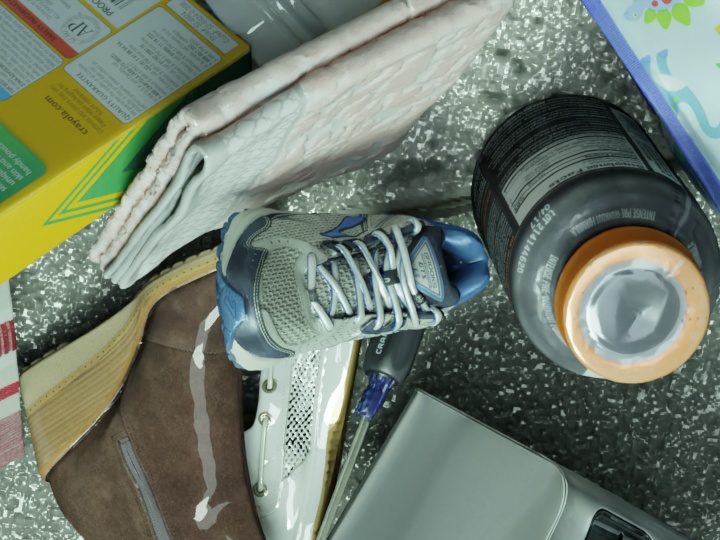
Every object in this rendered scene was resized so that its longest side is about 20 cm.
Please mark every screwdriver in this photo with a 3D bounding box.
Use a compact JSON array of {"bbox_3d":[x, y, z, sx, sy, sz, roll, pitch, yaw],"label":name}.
[{"bbox_3d":[-0.006,0.090,1.304,0.029,0.028,0.201,24,68,6],"label":"screwdriver"}]

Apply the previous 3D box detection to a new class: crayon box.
[{"bbox_3d":[-0.166,-0.075,1.191,0.200,0.126,0.052,-36,151,-26],"label":"crayon box"}]

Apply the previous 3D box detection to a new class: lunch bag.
[{"bbox_3d":[0.220,-0.119,1.259,0.170,0.128,0.200,-34,119,7],"label":"lunch bag"}]

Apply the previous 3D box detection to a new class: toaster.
[{"bbox_3d":[0.094,0.163,1.298,0.180,0.200,0.119,31,87,-35],"label":"toaster"}]

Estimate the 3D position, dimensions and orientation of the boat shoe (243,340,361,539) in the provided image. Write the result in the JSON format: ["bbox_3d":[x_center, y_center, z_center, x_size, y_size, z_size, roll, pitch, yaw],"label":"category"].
[{"bbox_3d":[-0.045,0.096,1.338,0.069,0.071,0.201,11,94,3],"label":"boat shoe"}]

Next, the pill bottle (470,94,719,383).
[{"bbox_3d":[0.119,-0.012,1.245,0.105,0.200,0.107,-2,110,-5],"label":"pill bottle"}]

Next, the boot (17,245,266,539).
[{"bbox_3d":[-0.075,0.086,1.293,0.199,0.072,0.167,-32,80,24],"label":"boot"}]

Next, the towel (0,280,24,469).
[{"bbox_3d":[-0.237,0.046,1.254,0.144,0.023,0.201,-28,136,-33],"label":"towel"}]

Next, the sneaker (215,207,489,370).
[{"bbox_3d":[0.000,0.000,1.215,0.085,0.200,0.078,-6,95,29],"label":"sneaker"}]

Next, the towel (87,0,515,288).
[{"bbox_3d":[-0.027,-0.067,1.190,0.190,0.200,0.032,-29,83,-25],"label":"towel"}]

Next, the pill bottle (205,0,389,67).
[{"bbox_3d":[0.017,-0.180,1.225,0.200,0.109,0.109,-40,108,8],"label":"pill bottle"}]
